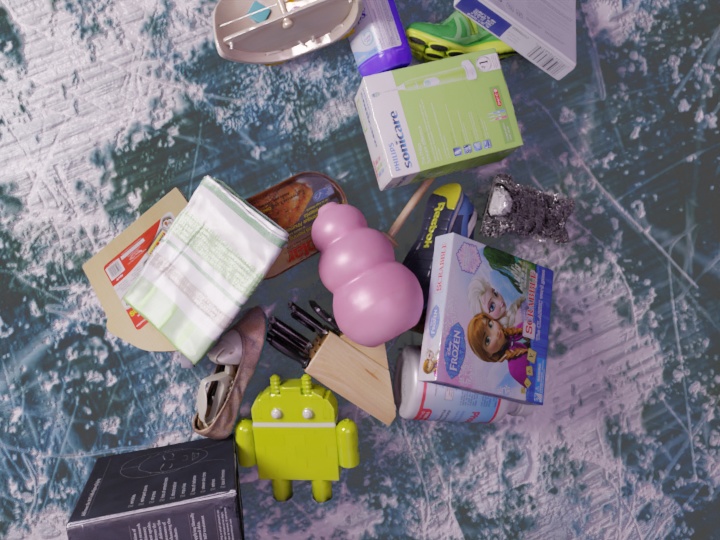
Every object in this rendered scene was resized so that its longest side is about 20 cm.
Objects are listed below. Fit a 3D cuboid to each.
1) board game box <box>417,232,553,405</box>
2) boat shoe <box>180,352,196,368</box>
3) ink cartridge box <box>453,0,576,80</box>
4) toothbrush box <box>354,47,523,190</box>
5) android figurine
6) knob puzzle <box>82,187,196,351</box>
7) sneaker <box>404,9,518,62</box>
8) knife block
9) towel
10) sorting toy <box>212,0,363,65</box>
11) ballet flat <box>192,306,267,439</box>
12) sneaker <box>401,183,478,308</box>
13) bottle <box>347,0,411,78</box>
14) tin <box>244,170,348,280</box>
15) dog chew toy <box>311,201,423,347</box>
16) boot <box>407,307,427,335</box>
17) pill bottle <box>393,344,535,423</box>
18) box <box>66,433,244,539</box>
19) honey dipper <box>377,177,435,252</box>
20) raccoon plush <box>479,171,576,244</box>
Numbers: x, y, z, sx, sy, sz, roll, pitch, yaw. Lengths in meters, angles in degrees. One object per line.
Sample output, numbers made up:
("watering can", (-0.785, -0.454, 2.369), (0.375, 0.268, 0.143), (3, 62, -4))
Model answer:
("board game box", (0.180, 0.071, 0.901), (0.199, 0.041, 0.201), (16, 74, -30))
("boat shoe", (-0.207, 0.041, 0.909), (0.067, 0.072, 0.201), (11, 86, -11))
("ink cartridge box", (0.227, -0.397, 0.929), (0.199, 0.041, 0.201), (26, 57, -21))
("toothbrush box", (0.109, -0.213, 0.925), (0.199, 0.086, 0.146), (-16, 87, -11))
("android figurine", (-0.092, 0.241, 0.940), (0.181, 0.041, 0.201), (0, 107, 7))
("knob puzzle", (-0.255, 0.020, 0.862), (0.218, 0.030, 0.221), (-3, 79, 16))
("sneaker", (0.149, -0.347, 0.943), (0.199, 0.074, 0.084), (-9, 90, -22))
("knife block", (-0.049, 0.139, 0.952), (0.175, 0.064, 0.201), (-11, 98, -10))
("towel", (-0.199, -0.004, 0.818), (0.149, 0.031, 0.200), (37, 92, 20))
("sorting toy", (-0.100, -0.389, 0.865), (0.199, 0.107, 0.181), (-15, 86, 14))
("ballet flat", (-0.187, 0.145, 0.915), (0.067, 0.068, 0.201), (15, 92, -44))
("sneaker", (0.121, -0.025, 0.951), (0.082, 0.074, 0.201), (35, 74, -40))
("bottle", (0.007, -0.368, 0.899), (0.065, 0.083, 0.201), (-22, 97, -29))
("tin", (-0.107, -0.062, 0.907), (0.200, 0.042, 0.112), (-30, 98, -26))
("dog chew toy", (0.000, 0.000, 0.878), (0.124, 0.125, 0.201), (-28, 85, -8))
("boot", (0.091, 0.065, 0.967), (0.199, 0.075, 0.074), (22, 89, -12))
("pill bottle", (0.157, 0.172, 0.976), (0.199, 0.109, 0.109), (6, 95, -12))
("box", (-0.256, 0.321, 0.857), (0.195, 0.200, 0.125), (-6, 98, -11))
("honey dipper", (0.072, -0.093, 0.971), (0.038, 0.038, 0.200), (35, 84, -13))
("raccoon plush", (0.246, -0.072, 0.932), (0.133, 0.200, 0.097), (15, 110, 7))
